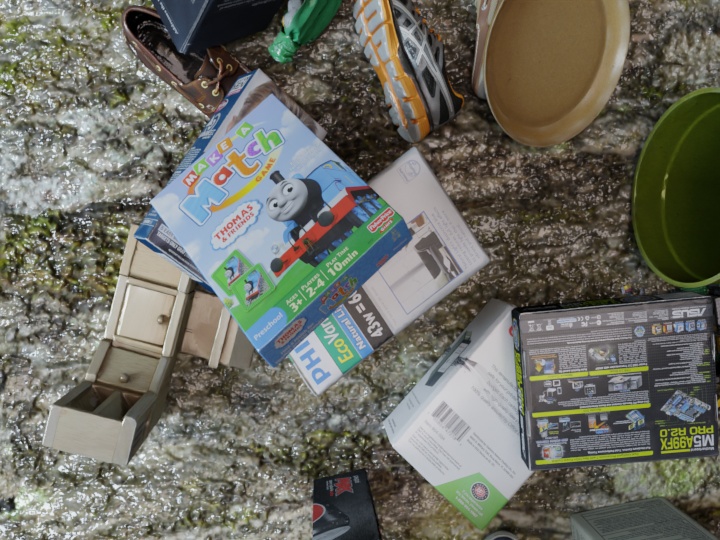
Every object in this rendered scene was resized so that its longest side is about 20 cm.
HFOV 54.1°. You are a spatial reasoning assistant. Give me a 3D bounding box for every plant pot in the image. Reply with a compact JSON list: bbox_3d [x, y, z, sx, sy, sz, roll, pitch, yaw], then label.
[{"bbox_3d":[0.209,-0.238,0.765,0.195,0.027,0.205,-13,119,-24],"label":"plant pot"},{"bbox_3d":[0.434,-0.078,0.761,0.187,0.200,0.207,4,93,-16],"label":"plant pot"}]

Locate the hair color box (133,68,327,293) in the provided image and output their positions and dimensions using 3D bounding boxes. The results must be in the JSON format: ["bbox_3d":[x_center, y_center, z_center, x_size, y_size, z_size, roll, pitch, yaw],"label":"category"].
[{"bbox_3d":[-0.129,-0.089,0.713,0.099,0.060,0.203,37,76,-28],"label":"hair color box"}]

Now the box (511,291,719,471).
[{"bbox_3d":[0.259,0.113,0.725,0.194,0.044,0.165,-6,95,3],"label":"box"}]

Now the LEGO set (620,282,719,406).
[{"bbox_3d":[0.369,0.089,0.789,0.194,0.116,0.159,-2,94,-4],"label":"LEGO set"}]

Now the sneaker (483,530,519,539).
[{"bbox_3d":[0.165,0.414,0.782,0.075,0.146,0.209,6,92,-3],"label":"sneaker"}]

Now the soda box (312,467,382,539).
[{"bbox_3d":[-0.013,0.275,0.731,0.069,0.200,0.065,-12,94,-3],"label":"soda box"}]

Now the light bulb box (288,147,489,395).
[{"bbox_3d":[0.000,0.000,0.709,0.198,0.198,0.126,-36,92,-2],"label":"light bulb box"}]

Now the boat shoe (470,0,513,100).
[{"bbox_3d":[0.163,-0.292,0.777,0.074,0.072,0.205,4,112,-37],"label":"boat shoe"}]

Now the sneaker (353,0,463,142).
[{"bbox_3d":[0.051,-0.247,0.773,0.076,0.078,0.205,-22,98,-16],"label":"sneaker"}]

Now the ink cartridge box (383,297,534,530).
[{"bbox_3d":[0.144,0.156,0.793,0.145,0.084,0.201,43,90,-6],"label":"ink cartridge box"}]

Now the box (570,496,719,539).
[{"bbox_3d":[0.325,0.342,0.760,0.124,0.200,0.112,-9,94,-3],"label":"box"}]

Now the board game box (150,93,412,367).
[{"bbox_3d":[-0.074,-0.043,0.594,0.151,0.037,0.200,-42,56,-5],"label":"board game box"}]

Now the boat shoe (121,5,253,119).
[{"bbox_3d":[-0.168,-0.210,0.756,0.197,0.070,0.072,30,87,-7],"label":"boat shoe"}]

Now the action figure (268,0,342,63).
[{"bbox_3d":[-0.041,-0.314,0.751,0.054,0.118,0.203,32,100,8],"label":"action figure"}]

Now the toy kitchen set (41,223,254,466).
[{"bbox_3d":[-0.190,0.073,0.717,0.159,0.180,0.206,15,92,-6],"label":"toy kitchen set"}]

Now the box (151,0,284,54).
[{"bbox_3d":[-0.142,-0.355,0.662,0.123,0.195,0.203,-29,90,-37],"label":"box"}]
